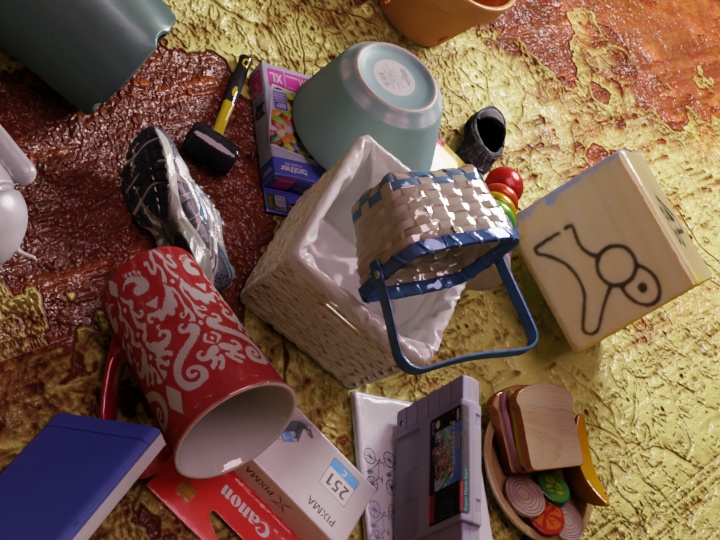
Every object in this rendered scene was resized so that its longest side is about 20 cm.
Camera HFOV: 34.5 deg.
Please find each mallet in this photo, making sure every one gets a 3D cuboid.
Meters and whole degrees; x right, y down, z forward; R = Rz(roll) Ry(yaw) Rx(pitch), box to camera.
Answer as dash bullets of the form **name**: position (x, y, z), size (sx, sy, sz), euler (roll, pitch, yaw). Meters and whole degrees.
- **mallet**: position (-0.171, -0.203, 1.416), size (0.065, 0.041, 0.202), euler (25, 46, -23)

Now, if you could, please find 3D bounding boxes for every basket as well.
- **basket**: position (0.000, 0.000, 1.326), size (0.197, 0.160, 0.201), euler (39, 52, -14)
- **basket**: position (0.086, 0.000, 1.194), size (0.174, 0.139, 0.203), euler (-5, 64, -33)

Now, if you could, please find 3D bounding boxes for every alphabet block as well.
- **alphabet block**: position (0.339, -0.027, 1.578), size (0.202, 0.194, 0.196), euler (62, 23, 8)

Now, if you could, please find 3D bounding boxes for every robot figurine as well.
- **robot figurine**: position (-0.392, -0.075, 1.094), size (0.169, 0.113, 0.201), euler (-37, 89, -26)

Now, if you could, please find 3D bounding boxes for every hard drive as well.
- **hard drive**: position (-0.277, 0.204, 1.013), size (0.201, 0.130, 0.026), euler (-52, 135, -45)

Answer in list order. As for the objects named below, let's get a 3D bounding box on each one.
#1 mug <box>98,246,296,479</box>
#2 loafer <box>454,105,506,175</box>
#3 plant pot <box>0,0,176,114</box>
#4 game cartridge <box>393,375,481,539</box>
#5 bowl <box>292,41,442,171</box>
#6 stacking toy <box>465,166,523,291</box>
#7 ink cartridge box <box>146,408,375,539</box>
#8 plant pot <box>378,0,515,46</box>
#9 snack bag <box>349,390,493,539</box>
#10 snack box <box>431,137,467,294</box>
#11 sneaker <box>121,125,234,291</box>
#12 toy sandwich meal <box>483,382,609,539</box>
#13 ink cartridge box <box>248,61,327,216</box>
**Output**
- **mug**: position (-0.184, 0.090, 1.133), size (0.175, 0.135, 0.201), euler (-22, 57, -24)
- **loafer**: position (0.182, -0.190, 1.658), size (0.068, 0.070, 0.201), euler (43, 33, -8)
- **plant pot**: position (-0.315, -0.289, 1.246), size (0.196, 0.199, 0.202), euler (43, 44, -19)
- **game cartridge**: position (0.081, 0.226, 1.260), size (0.038, 0.129, 0.203), euler (20, 53, -24)
- **bowl**: position (0.024, -0.206, 1.447), size (0.198, 0.105, 0.204), euler (15, 50, -19)
- **stacking toy**: position (0.167, -0.067, 1.490), size (0.085, 0.085, 0.201), euler (39, 41, -14)
- **ink cartridge box**: position (-0.097, 0.225, 1.204), size (0.200, 0.045, 0.177), euler (46, 43, -7)
- **plant pot**: position (0.116, -0.429, 1.714), size (0.198, 0.140, 0.203), euler (20, 53, -30)
- **snack bag**: position (0.077, 0.241, 1.354), size (0.197, 0.021, 0.192), euler (14, 56, -33)
- **snack box**: position (0.091, -0.084, 1.533), size (0.200, 0.068, 0.169), euler (43, 45, -9)
- **sneaker**: position (-0.199, -0.063, 1.288), size (0.086, 0.077, 0.203), euler (-7, 76, -54)
- **toy sandwich meal**: position (0.235, 0.238, 1.451), size (0.203, 0.070, 0.208), euler (20, 53, -29)
- **ink cartridge box**: position (-0.074, -0.159, 1.464), size (0.118, 0.042, 0.203), euler (11, 59, -34)
